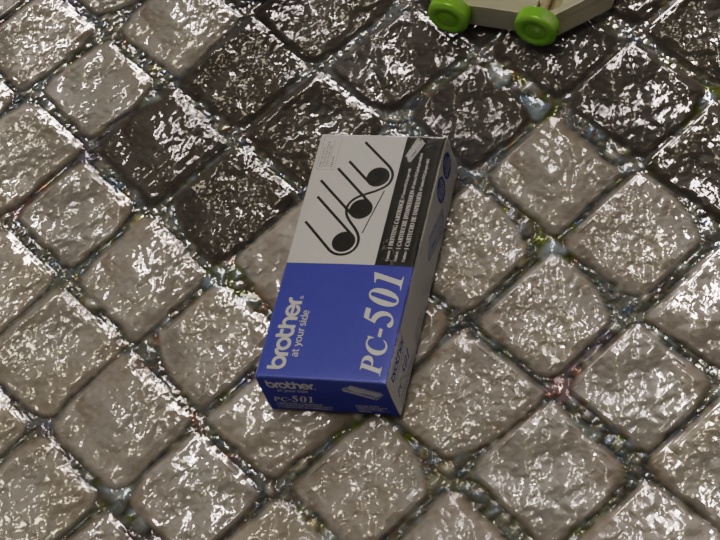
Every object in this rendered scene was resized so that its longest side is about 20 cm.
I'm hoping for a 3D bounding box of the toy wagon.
[{"bbox_3d":[0.100,-0.240,1.564,0.198,0.040,0.156,11,59,23],"label":"toy wagon"}]

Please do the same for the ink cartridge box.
[{"bbox_3d":[0.000,0.000,1.417,0.093,0.044,0.201,2,56,19],"label":"ink cartridge box"}]
